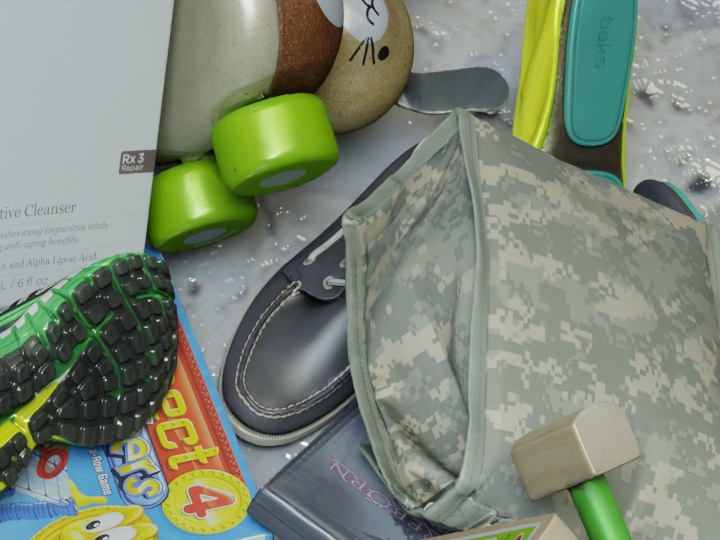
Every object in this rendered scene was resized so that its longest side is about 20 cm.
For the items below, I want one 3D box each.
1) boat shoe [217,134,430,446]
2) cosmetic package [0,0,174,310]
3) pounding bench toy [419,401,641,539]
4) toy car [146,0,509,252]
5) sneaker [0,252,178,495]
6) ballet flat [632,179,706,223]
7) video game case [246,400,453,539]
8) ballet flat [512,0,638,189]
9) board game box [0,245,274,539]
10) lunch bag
[{"bbox_3d":[0.000,0.000,1.257,0.073,0.063,0.200,38,63,9],"label":"boat shoe"},{"bbox_3d":[-0.151,-0.090,1.139,0.112,0.201,0.081,-9,25,-40],"label":"cosmetic package"},{"bbox_3d":[0.084,0.170,0.987,0.156,0.124,0.200,45,64,-11],"label":"pounding bench toy"},{"bbox_3d":[-0.017,-0.116,1.233,0.199,0.158,0.165,-10,77,-34],"label":"toy car"},{"bbox_3d":[-0.156,0.042,1.099,0.085,0.079,0.200,12,27,40],"label":"sneaker"},{"bbox_3d":[0.171,0.047,1.265,0.073,0.073,0.201,-24,72,-21],"label":"ballet flat"},{"bbox_3d":[0.041,0.115,1.161,0.143,0.019,0.200,35,20,7],"label":"video game case"},{"bbox_3d":[0.100,-0.058,1.295,0.066,0.067,0.201,3,97,-30],"label":"ballet flat"},{"bbox_3d":[-0.158,0.086,1.148,0.195,0.056,0.200,-11,43,-16],"label":"board game box"},{"bbox_3d":[0.085,0.056,1.155,0.163,0.118,0.201,22,44,-28],"label":"lunch bag"}]
